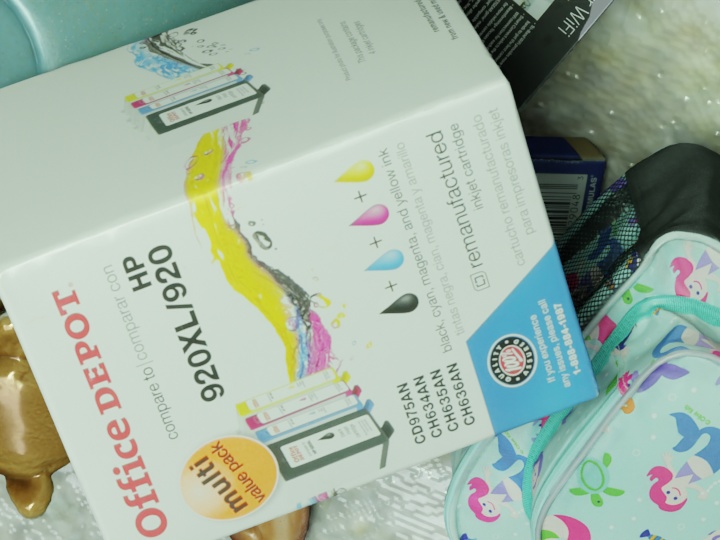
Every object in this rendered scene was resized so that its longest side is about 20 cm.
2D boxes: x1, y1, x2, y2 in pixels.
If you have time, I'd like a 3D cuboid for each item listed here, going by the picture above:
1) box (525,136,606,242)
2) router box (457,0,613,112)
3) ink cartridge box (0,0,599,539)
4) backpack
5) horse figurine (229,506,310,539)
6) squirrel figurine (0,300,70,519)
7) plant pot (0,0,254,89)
[{"bbox_3d":[0.000,0.000,1.174,0.199,0.032,0.122,1,114,-19],"label":"box"},{"bbox_3d":[0.068,-0.189,1.105,0.157,0.052,0.200,41,110,-1],"label":"router box"},{"bbox_3d":[-0.035,-0.007,1.055,0.199,0.145,0.148,-20,120,-3],"label":"ink cartridge box"},{"bbox_3d":[0.133,0.073,1.145,0.177,0.151,0.200,31,125,-19],"label":"backpack"},{"bbox_3d":[-0.040,0.045,1.254,0.132,0.050,0.200,42,118,1],"label":"horse figurine"},{"bbox_3d":[-0.212,0.056,1.223,0.186,0.199,0.143,16,111,40],"label":"squirrel figurine"},{"bbox_3d":[-0.143,-0.107,1.162,0.199,0.135,0.201,8,114,18],"label":"plant pot"}]
